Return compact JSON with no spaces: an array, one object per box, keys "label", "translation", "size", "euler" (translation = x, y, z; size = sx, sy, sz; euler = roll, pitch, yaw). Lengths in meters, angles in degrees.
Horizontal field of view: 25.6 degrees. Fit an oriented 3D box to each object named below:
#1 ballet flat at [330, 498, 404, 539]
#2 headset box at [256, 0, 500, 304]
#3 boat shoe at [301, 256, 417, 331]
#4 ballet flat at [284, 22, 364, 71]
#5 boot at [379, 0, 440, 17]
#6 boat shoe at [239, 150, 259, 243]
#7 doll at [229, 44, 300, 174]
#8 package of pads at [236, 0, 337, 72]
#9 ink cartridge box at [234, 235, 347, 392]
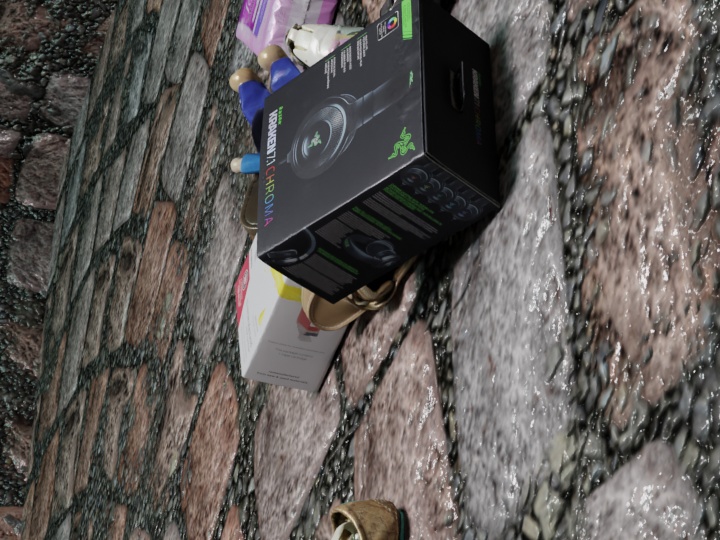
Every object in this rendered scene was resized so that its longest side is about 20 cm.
[{"label":"ballet flat","translation":[-0.005,0.272,1.229],"size":[0.071,0.065,0.202],"euler":[128,149,-53]},{"label":"headset box","translation":[0.018,-0.100,1.282],"size":[0.199,0.092,0.175],"euler":[-29,45,35]},{"label":"boat shoe","translation":[0.000,0.000,1.393],"size":[0.200,0.071,0.065],"euler":[124,154,-46]},{"label":"ballet flat","translation":[-0.042,-0.236,1.686],"size":[0.070,0.071,0.200],"euler":[-64,19,1]},{"label":"boot","translation":[0.064,-0.255,1.404],"size":[0.200,0.069,0.133],"euler":[-93,18,-70]},{"label":"boat shoe","translation":[-0.071,-0.103,1.679],"size":[0.071,0.068,0.201],"euler":[6,57,30]},{"label":"doll","translation":[-0.084,-0.150,1.638],"size":[0.136,0.048,0.201],"euler":[-38,40,10]},{"label":"package of pads","translation":[-0.086,-0.306,1.871],"size":[0.200,0.075,0.122],"euler":[-128,55,-68]},{"label":"ink cartridge box","translation":[-0.052,-0.007,1.538],"size":[0.146,0.083,0.201],"euler":[-99,28,-50]}]
